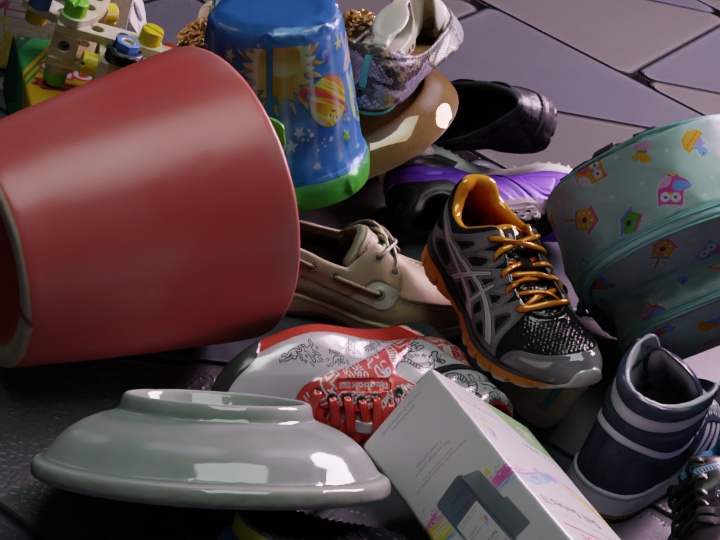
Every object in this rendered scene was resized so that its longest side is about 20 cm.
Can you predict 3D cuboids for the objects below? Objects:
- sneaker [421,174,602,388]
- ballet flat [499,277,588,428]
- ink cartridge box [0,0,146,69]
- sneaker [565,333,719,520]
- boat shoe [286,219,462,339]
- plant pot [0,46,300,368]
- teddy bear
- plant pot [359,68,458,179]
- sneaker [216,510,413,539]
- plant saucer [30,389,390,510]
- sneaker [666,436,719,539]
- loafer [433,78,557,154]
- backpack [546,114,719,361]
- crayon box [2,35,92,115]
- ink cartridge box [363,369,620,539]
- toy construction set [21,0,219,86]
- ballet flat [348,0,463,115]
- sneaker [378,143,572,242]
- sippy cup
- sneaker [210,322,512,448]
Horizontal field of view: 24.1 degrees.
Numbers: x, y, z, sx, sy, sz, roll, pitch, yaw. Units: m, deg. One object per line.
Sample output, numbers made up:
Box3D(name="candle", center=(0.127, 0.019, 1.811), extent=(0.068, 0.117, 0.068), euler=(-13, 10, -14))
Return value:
Box3D(name="sneaker", center=(0.102, 0.009, 1.151), extent=(0.078, 0.078, 0.200), euler=(-7, 37, -28))
Box3D(name="ballet flat", center=(0.130, 0.038, 1.236), extent=(0.069, 0.070, 0.200), euler=(12, 31, -12))
Box3D(name="ink cartridge box", center=(-0.271, -0.248, 1.422), extent=(0.199, 0.126, 0.129), euler=(8, 31, -18))
Box3D(name="sneaker", center=(0.219, 0.090, 1.158), extent=(0.070, 0.109, 0.200), euler=(34, 32, 24))
Box3D(name="boat shoe", center=(0.000, 0.000, 1.225), extent=(0.199, 0.065, 0.072), euler=(12, 30, -13))
Box3D(name="plant pot", center=(-0.165, -0.030, 1.073), extent=(0.176, 0.201, 0.200), euler=(-18, 45, -33))
Box3D(name="teddy bear", center=(-0.077, -0.198, 1.423), extent=(0.145, 0.067, 0.199), euler=(-31, 27, -27))
Box3D(name="plant pot", center=(-0.020, -0.125, 1.362), extent=(0.199, 0.028, 0.201), euler=(-13, 31, 8))
Box3D(name="sneaker", center=(-0.007, 0.184, 0.928), extent=(0.199, 0.079, 0.066), euler=(19, 8, -39))
Box3D(name="plant saucer", center=(-0.081, 0.095, 0.933), extent=(0.198, 0.051, 0.200), euler=(4, 0, 0))
Box3D(name="sneaker", center=(0.217, 0.165, 1.056), extent=(0.082, 0.073, 0.200), euler=(49, 27, 11))
Box3D(name="loafer", center=(0.068, -0.131, 1.413), extent=(0.199, 0.069, 0.070), euler=(3, -16, 37))
Box3D(name="backpack", center=(0.232, -0.021, 1.235), extent=(0.200, 0.175, 0.154), euler=(48, 24, -59))
Box3D(name="crayon box", center=(-0.201, -0.109, 1.306), extent=(0.126, 0.051, 0.200), euler=(6, 32, -23))
Box3D(name="ink cartridge box", center=(0.100, 0.157, 0.971), extent=(0.117, 0.067, 0.200), euler=(33, 13, -46))
Box3D(name="toy construction set", center=(-0.164, -0.178, 1.309), extent=(0.198, 0.093, 0.131), euler=(1, 35, -10))
Box3D(name="ballet flat", center=(0.039, -0.189, 1.337), extent=(0.072, 0.072, 0.200), euler=(24, 33, 8))
Box3D(name="sneaker", center=(0.113, -0.039, 1.367), extent=(0.199, 0.070, 0.100), euler=(8, 38, -13))
Box3D(name="sippy cup", center=(-0.060, -0.128, 1.213), extent=(0.139, 0.131, 0.178), euler=(-17, 34, -27))
Box3D(name="sneaker", center=(0.008, 0.088, 1.080), extent=(0.200, 0.068, 0.108), euler=(-6, 35, -42))
